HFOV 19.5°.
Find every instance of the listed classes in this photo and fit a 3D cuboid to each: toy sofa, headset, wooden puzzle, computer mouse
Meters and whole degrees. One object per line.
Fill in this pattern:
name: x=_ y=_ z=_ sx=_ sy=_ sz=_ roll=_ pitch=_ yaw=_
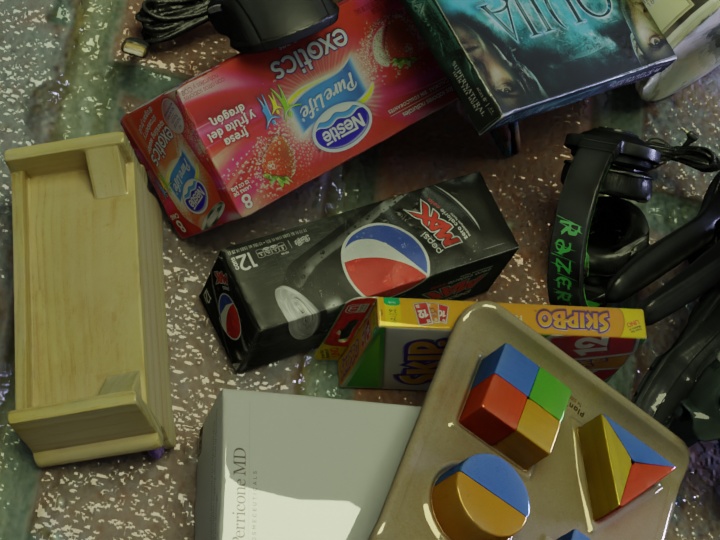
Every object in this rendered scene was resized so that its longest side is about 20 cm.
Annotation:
toy sofa: x=-0.171 y=0.022 z=1.319 sx=0.083 sy=0.098 sz=0.201 roll=-9 pitch=63 yaw=6
headset: x=0.182 y=-0.043 z=1.432 sx=0.094 sy=0.124 sz=0.200 roll=11 pitch=31 yaw=18
wooden puzzle: x=0.113 y=0.136 z=1.263 sx=0.185 sy=0.046 sz=0.200 roll=36 pitch=53 yaw=-14
computer mouse: x=-0.094 y=-0.174 z=1.379 sx=0.140 sy=0.200 sz=0.046 roll=-20 pitch=108 yaw=-3

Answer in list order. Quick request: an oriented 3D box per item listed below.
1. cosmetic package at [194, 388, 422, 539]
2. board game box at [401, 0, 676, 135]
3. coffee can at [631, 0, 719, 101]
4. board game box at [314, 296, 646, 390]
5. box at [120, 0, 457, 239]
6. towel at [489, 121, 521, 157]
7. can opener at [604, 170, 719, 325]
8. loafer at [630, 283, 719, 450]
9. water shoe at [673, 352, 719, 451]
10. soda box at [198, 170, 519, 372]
cosmetic package: x=0.000 y=0.144 z=1.295 sx=0.199 sy=0.081 sz=0.113 roll=5 pitch=64 yaw=-16
board game box: x=0.115 y=-0.173 z=1.396 sx=0.200 sy=0.028 sz=0.136 roll=-22 pitch=78 yaw=-45
coffee can: x=0.202 y=-0.246 z=1.534 sx=0.146 sy=0.146 sz=0.200 roll=-29 pitch=75 yaw=-28
board game box: x=0.076 y=0.050 z=1.362 sx=0.199 sy=0.096 sz=0.030 roll=5 pitch=62 yaw=-15
box: x=-0.044 y=-0.110 z=1.396 sx=0.200 sy=0.100 sz=0.096 roll=-31 pitch=98 yaw=-29
towel: x=0.055 y=-0.177 z=1.449 sx=0.022 sy=0.147 sz=0.200 roll=-29 pitch=79 yaw=2
can opener: x=0.238 y=-0.014 z=1.433 sx=0.063 sy=0.079 sz=0.200 roll=25 pitch=38 yaw=26
loafer: x=0.232 y=0.079 z=1.408 sx=0.070 sy=0.068 sz=0.201 roll=26 pitch=52 yaw=20
water shoe: x=0.277 y=0.129 z=1.381 sx=0.079 sy=0.072 sz=0.200 roll=-42 pitch=116 yaw=2
soda box: x=0.000 y=0.000 z=1.380 sx=0.199 sy=0.071 sz=0.063 roll=-18 pitch=70 yaw=-25
